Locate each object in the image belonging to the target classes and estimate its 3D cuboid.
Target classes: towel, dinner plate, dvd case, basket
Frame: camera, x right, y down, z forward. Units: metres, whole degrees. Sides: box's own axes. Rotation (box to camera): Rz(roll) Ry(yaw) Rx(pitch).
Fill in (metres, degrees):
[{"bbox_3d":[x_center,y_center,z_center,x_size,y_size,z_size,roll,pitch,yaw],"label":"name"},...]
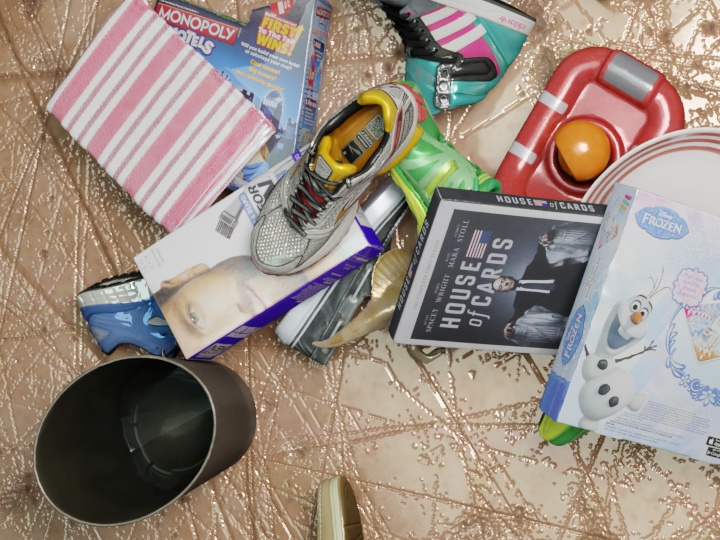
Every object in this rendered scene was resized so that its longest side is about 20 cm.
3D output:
[{"bbox_3d":[-0.192,-0.147,1.270,0.200,0.030,0.147,44,101,12],"label":"towel"},{"bbox_3d":[0.273,-0.041,1.163,0.198,0.024,0.202,-6,126,-8],"label":"dinner plate"},{"bbox_3d":[0.136,0.005,1.135,0.198,0.025,0.151,4,126,-19],"label":"dvd case"},{"bbox_3d":[-0.181,0.147,1.241,0.179,0.200,0.137,-29,83,12],"label":"basket"}]

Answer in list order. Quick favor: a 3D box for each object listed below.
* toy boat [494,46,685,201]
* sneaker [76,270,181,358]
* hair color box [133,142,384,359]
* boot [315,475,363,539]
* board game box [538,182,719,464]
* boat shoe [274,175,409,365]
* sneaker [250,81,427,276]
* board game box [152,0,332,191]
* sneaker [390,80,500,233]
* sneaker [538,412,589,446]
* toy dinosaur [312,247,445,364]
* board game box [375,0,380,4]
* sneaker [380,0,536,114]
[{"bbox_3d":[0.195,-0.101,1.180,0.130,0.131,0.201,32,98,12],"label":"toy boat"},{"bbox_3d":[-0.176,0.039,1.313,0.198,0.079,0.090,-11,102,17],"label":"sneaker"},{"bbox_3d":[-0.092,-0.015,1.212,0.199,0.065,0.110,-32,79,11],"label":"hair color box"},{"bbox_3d":[-0.075,0.298,1.284,0.153,0.072,0.202,-1,91,16],"label":"boot"},{"bbox_3d":[0.271,0.050,1.123,0.198,0.043,0.201,16,97,-21],"label":"board game box"},{"bbox_3d":[0.000,0.000,1.270,0.071,0.072,0.201,35,104,-3],"label":"boat shoe"},{"bbox_3d":[-0.031,-0.080,1.123,0.078,0.082,0.201,41,105,12],"label":"sneaker"},{"bbox_3d":[-0.115,-0.184,1.293,0.198,0.062,0.202,23,95,13],"label":"board game box"},{"bbox_3d":[0.080,-0.078,1.178,0.083,0.074,0.202,-22,93,25],"label":"sneaker"},{"bbox_3d":[0.251,0.107,1.187,0.199,0.074,0.084,-30,100,2],"label":"sneaker"},{"bbox_3d":[0.040,0.034,1.238,0.200,0.058,0.101,-41,106,-19],"label":"toy dinosaur"},{"bbox_3d":[-0.005,-0.352,1.257,0.198,0.062,0.202,11,93,13],"label":"board game box"},{"bbox_3d":[0.054,-0.206,1.211,0.198,0.084,0.122,15,108,-27],"label":"sneaker"}]
